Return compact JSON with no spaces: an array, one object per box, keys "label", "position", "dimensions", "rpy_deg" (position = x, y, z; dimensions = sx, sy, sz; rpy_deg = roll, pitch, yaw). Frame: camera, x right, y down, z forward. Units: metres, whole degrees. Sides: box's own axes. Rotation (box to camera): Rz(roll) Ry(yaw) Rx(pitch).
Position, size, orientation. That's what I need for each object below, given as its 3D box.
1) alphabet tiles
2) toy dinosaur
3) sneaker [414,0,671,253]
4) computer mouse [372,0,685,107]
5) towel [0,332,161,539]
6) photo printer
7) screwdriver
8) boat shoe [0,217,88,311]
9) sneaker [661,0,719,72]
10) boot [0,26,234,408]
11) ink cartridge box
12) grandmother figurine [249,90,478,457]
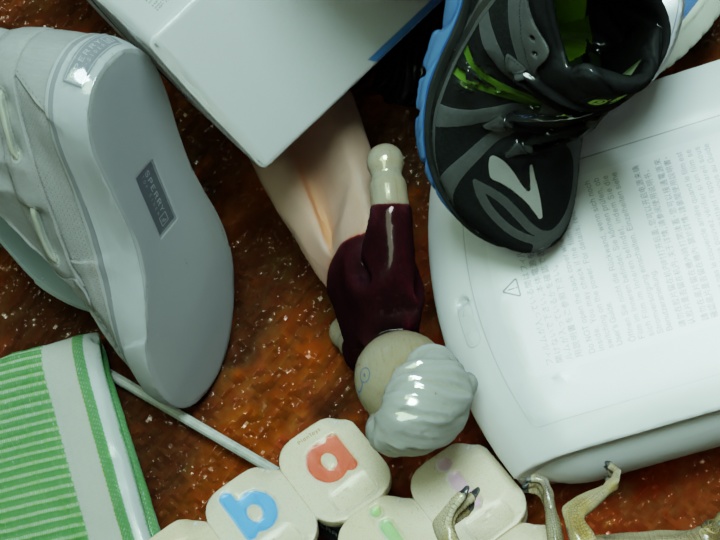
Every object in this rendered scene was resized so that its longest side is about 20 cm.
[{"label":"alphabet tiles","position":[-0.003,0.161,0.773],"dimensions":[0.200,0.015,0.196],"rpy_deg":[-34,59,-12]},{"label":"toy dinosaur","position":[0.067,0.140,0.731],"dimensions":[0.200,0.058,0.101],"rpy_deg":[-38,61,-15]},{"label":"sneaker","position":[0.072,-0.077,0.705],"dimensions":[0.071,0.200,0.083],"rpy_deg":[-24,52,-27]},{"label":"computer mouse","position":[0.065,-0.123,0.811],"dimensions":[0.200,0.044,0.110],"rpy_deg":[15,94,57]},{"label":"towel","position":[-0.194,0.128,0.872],"dimensions":[0.199,0.023,0.153],"rpy_deg":[-24,67,10]},{"label":"photo printer","position":[0.132,-0.001,0.805],"dimensions":[0.199,0.069,0.167],"rpy_deg":[-18,70,9]},{"label":"screwdriver","position":[-0.051,0.086,0.849],"dimensions":[0.199,0.029,0.028],"rpy_deg":[28,82,19]},{"label":"boat shoe","position":[-0.167,-0.048,0.892],"dimensions":[0.199,0.068,0.074],"rpy_deg":[28,109,-3]},{"label":"sneaker","position":[0.132,-0.186,0.817],"dimensions":[0.077,0.111,0.200],"rpy_deg":[14,63,45]},{"label":"boot","position":[-0.123,-0.027,0.829],"dimensions":[0.095,0.201,0.074],"rpy_deg":[15,45,30]},{"label":"ink cartridge box","position":[-0.050,-0.151,0.838],"dimensions":[0.145,0.084,0.200],"rpy_deg":[-43,32,-2]},{"label":"grandmother figurine","position":[0.000,0.000,0.815],"dimensions":[0.060,0.122,0.201],"rpy_deg":[-14,51,-10]}]
